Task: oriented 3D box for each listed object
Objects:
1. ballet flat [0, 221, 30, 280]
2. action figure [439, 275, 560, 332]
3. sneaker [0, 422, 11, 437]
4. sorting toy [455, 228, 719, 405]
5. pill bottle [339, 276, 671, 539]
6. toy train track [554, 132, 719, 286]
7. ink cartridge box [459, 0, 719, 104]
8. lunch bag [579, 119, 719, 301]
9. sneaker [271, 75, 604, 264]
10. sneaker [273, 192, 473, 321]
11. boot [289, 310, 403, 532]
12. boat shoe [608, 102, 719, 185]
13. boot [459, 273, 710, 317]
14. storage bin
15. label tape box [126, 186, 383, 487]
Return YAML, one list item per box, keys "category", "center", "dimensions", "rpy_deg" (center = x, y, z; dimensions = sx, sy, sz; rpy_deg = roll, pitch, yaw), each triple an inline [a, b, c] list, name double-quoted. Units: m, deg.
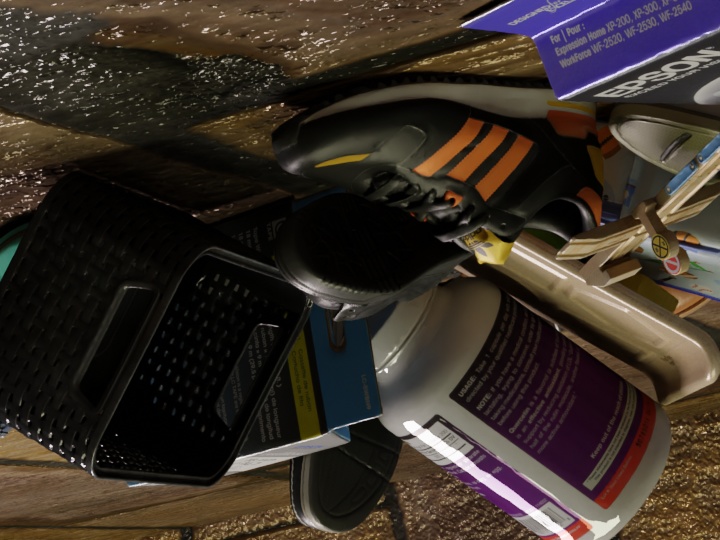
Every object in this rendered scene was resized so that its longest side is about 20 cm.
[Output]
- category: "ballet flat"
  center: [-0.197, 0.025, 1.367]
  dimensions: [0.067, 0.071, 0.200]
  rpy_deg: [-6, 168, -22]
- category: "action figure"
  center: [0.089, 0.064, 1.550]
  dimensions: [0.102, 0.200, 0.119]
  rpy_deg: [-40, -177, -2]
- category: "sneaker"
  center: [-0.288, 0.075, 1.531]
  dimensions: [0.202, 0.077, 0.146]
  rpy_deg: [-2, 164, -43]
- category: "sorting toy"
  center: [0.123, 0.007, 1.379]
  dimensions: [0.200, 0.037, 0.185]
  rpy_deg: [34, 172, 3]
- category: "pill bottle"
  center: [0.088, 0.080, 1.421]
  dimensions: [0.200, 0.113, 0.112]
  rpy_deg: [36, 154, -13]
- category: "toy train track"
  center: [0.173, -0.035, 1.172]
  dimensions: [0.114, 0.033, 0.200]
  rpy_deg: [-20, 163, -32]
- category: "ink cartridge box"
  center: [0.182, -0.123, 1.043]
  dimensions: [0.200, 0.044, 0.198]
  rpy_deg: [-1, 166, -37]
- category: "lunch bag"
  center: [0.214, -0.022, 1.335]
  dimensions: [0.199, 0.076, 0.160]
  rpy_deg: [17, 169, 7]
- category: "sneaker"
  center: [0.049, -0.047, 1.177]
  dimensions: [0.200, 0.090, 0.070]
  rpy_deg: [-4, 168, -36]
- category: "sneaker"
  center: [-0.001, -0.003, 1.239]
  dimensions: [0.104, 0.060, 0.200]
  rpy_deg: [-30, 170, 38]
- category: "boot"
  center: [-0.045, 0.080, 1.498]
  dimensions: [0.153, 0.204, 0.073]
  rpy_deg: [-14, 148, 43]
- category: "boat shoe"
  center: [0.234, -0.080, 1.233]
  dimensions: [0.199, 0.069, 0.075]
  rpy_deg: [12, 163, -2]
- category: "boot"
  center: [0.168, -0.002, 1.605]
  dimensions: [0.199, 0.074, 0.155]
  rpy_deg: [-14, 165, 3]
- category: "storage bin"
  center: [-0.119, 0.036, 1.259]
  dimensions: [0.094, 0.136, 0.200]
  rpy_deg: [28, -178, 18]
- category: "label tape box"
  center: [-0.060, 0.043, 1.396]
  dimensions: [0.200, 0.145, 0.063]
  rpy_deg: [-17, 166, 33]
